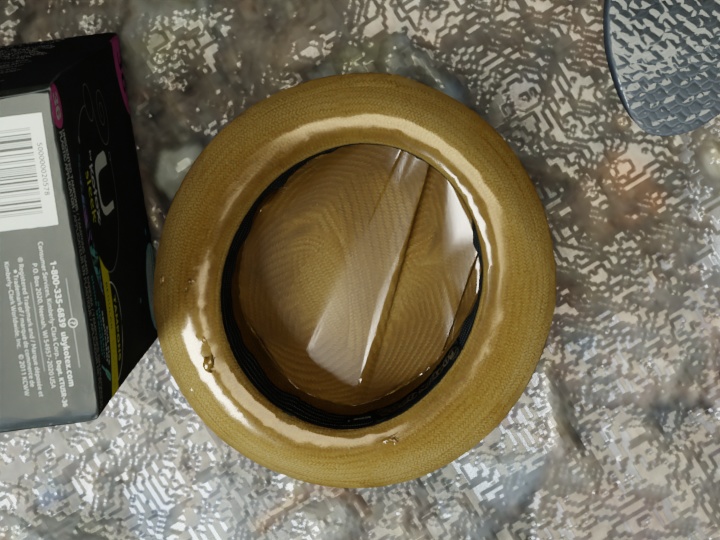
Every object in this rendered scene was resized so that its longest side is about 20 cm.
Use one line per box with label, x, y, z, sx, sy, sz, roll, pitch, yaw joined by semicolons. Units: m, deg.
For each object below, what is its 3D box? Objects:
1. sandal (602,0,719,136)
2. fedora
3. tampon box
sandal;0.149;-0.163;1.372;0.076;0.043;0.201;-1;90;-2
fedora;0.000;0.000;1.389;0.199;0.082;0.202;2;105;7
tampon box;-0.172;-0.017;1.341;0.126;0.200;0.151;-7;101;6
